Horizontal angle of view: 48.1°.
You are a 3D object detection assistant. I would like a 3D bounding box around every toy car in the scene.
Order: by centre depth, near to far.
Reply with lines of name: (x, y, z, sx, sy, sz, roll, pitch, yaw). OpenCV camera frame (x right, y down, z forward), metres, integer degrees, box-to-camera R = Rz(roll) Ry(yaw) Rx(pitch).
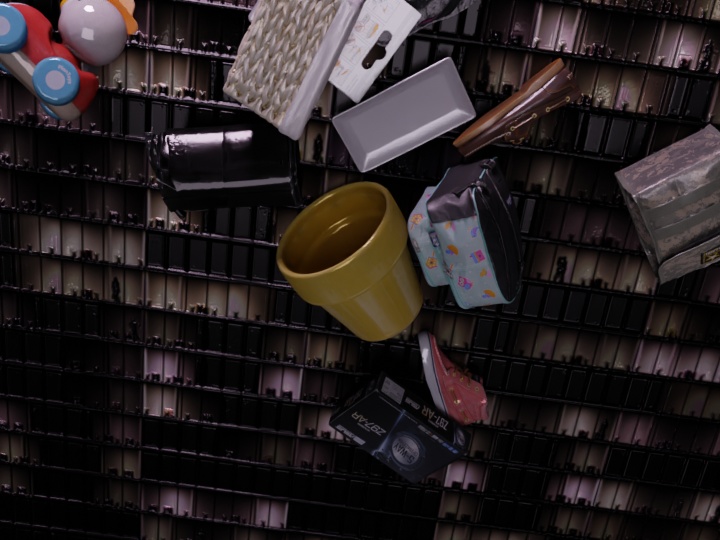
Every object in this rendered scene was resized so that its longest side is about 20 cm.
toy car: (-0.412, -0.337, 1.145, 0.177, 0.184, 0.200, 45, 79, -15)

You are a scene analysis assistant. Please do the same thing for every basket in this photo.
basket: (-0.089, -0.304, 1.090, 0.122, 0.136, 0.202, 26, 114, -6)

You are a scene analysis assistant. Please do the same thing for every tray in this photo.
tray: (0.065, -0.234, 1.212, 0.198, 0.022, 0.108, -25, 125, 12)

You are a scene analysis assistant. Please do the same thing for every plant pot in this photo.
plant pot: (0.000, 0.000, 1.240, 0.199, 0.202, 0.190, -25, 126, 12)

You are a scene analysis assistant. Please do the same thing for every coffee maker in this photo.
coffee maker: (-0.188, -0.147, 1.177, 0.196, 0.192, 0.137, -5, 96, 3)

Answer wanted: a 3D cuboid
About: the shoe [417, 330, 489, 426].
shoe: (0.159, 0.180, 1.367, 0.090, 0.072, 0.202, -15, 117, 7)

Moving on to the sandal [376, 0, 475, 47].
sandal: (0.100, -0.381, 1.143, 0.199, 0.048, 0.076, -32, 108, 15)

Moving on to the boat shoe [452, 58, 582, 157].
boat shoe: (0.232, -0.224, 1.191, 0.199, 0.071, 0.071, -35, 103, 15)

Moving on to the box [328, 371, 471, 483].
box: (0.066, 0.273, 1.387, 0.199, 0.044, 0.160, 37, 135, -12)

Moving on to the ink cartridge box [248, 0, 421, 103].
ink cartridge box: (-0.038, -0.367, 1.155, 0.199, 0.057, 0.163, 33, 113, -17)

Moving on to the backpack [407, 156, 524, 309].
backpack: (0.166, -0.044, 1.216, 0.152, 0.176, 0.202, -18, 111, 28)

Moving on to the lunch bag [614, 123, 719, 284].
lunch bag: (0.499, -0.084, 1.217, 0.162, 0.118, 0.201, -26, 115, 12)
